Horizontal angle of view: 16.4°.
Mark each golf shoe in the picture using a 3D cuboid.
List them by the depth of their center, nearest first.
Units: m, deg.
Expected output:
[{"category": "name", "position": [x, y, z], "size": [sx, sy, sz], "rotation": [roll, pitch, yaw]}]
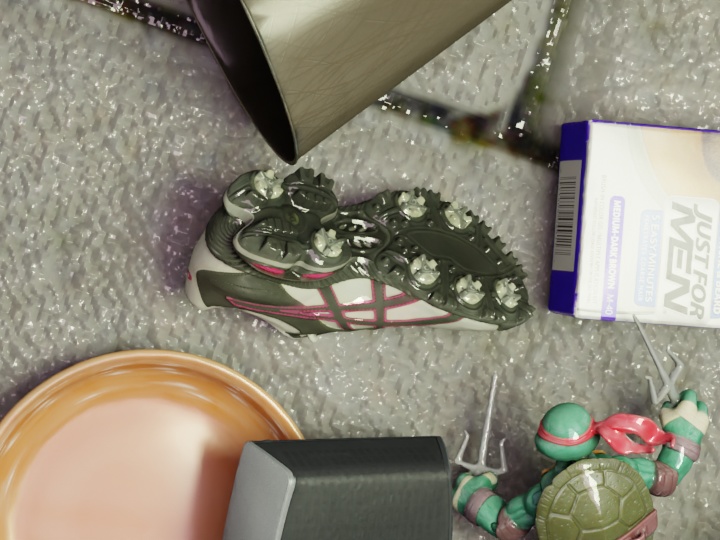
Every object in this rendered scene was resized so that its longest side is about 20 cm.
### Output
[{"category": "golf shoe", "position": [0.000, 0.000, 1.374], "size": [0.200, 0.088, 0.077], "rotation": [15, 49, -27]}]

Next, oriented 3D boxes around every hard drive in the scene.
[{"category": "hard drive", "position": [-0.014, 0.190, 1.352], "size": [0.135, 0.042, 0.200], "rotation": [1, 105, -28]}]

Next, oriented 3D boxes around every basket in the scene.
[{"category": "basket", "position": [0.010, -0.182, 1.335], "size": [0.200, 0.136, 0.181], "rotation": [-28, 101, -11]}]

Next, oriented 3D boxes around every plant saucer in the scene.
[{"category": "plant saucer", "position": [-0.118, 0.142, 1.370], "size": [0.200, 0.037, 0.201], "rotation": [0, 93, -9]}]

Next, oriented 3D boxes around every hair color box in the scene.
[{"category": "hair color box", "position": [0.212, -0.022, 1.400], "size": [0.200, 0.065, 0.110], "rotation": [4, 91, -11]}]

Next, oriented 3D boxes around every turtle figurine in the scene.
[{"category": "turtle figurine", "position": [0.122, 0.130, 1.368], "size": [0.149, 0.101, 0.200], "rotation": [-9, 115, 8]}]
